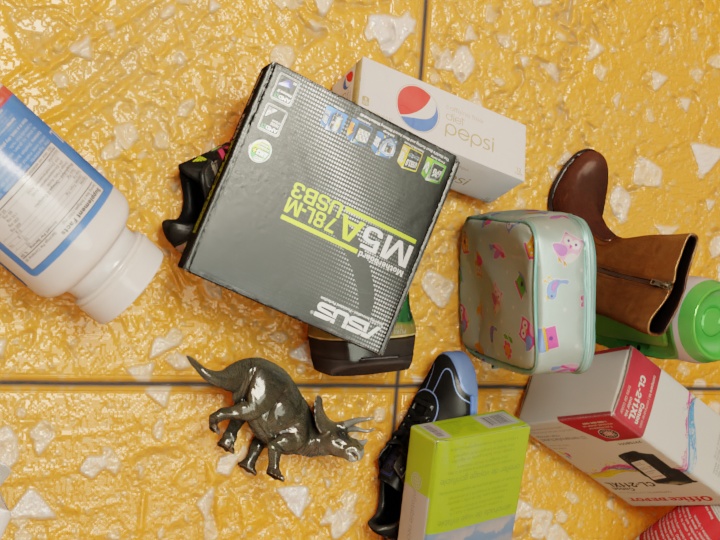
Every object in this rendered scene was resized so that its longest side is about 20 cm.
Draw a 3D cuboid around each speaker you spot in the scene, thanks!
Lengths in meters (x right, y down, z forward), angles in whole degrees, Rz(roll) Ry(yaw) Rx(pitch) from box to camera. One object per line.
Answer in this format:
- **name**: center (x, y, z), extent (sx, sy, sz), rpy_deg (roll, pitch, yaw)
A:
- **speaker**: center (0.304, 0.045, 1.104), extent (0.087, 0.200, 0.090), rpy_deg (-2, 94, -25)

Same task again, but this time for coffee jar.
- **coffee jar**: center (0.000, 0.000, 1.018), extent (0.103, 0.085, 0.203), rpy_deg (-2, 93, -24)

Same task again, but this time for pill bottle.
- **pill bottle**: center (-0.264, -0.050, 0.873), extent (0.200, 0.112, 0.113), rpy_deg (45, 75, -22)
- **pill bottle**: center (0.374, 0.316, 1.166), extent (0.112, 0.113, 0.200), rpy_deg (37, 112, -23)

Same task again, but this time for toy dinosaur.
- **toy dinosaur**: center (-0.090, 0.132, 1.002), extent (0.200, 0.077, 0.103), rpy_deg (42, 64, -17)

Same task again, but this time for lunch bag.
- **lunch bag**: center (0.160, 0.023, 1.038), extent (0.076, 0.200, 0.163), rpy_deg (-5, 95, -14)

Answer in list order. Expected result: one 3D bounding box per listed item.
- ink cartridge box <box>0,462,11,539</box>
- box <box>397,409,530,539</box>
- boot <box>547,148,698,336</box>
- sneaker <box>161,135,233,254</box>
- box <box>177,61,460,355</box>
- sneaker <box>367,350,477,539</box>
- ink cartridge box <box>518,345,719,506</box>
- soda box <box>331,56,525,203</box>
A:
- **ink cartridge box**: center (-0.370, 0.225, 0.831), extent (0.128, 0.125, 0.202), rpy_deg (27, 82, -25)
- **box**: center (0.098, 0.246, 1.043), extent (0.121, 0.048, 0.203), rpy_deg (-4, 108, -34)
- **boot**: center (0.261, -0.037, 1.078), extent (0.068, 0.200, 0.190), rpy_deg (27, 82, -24)
- **sneaker**: center (-0.117, -0.093, 0.961), extent (0.087, 0.074, 0.202), rpy_deg (27, 87, -31)
- **box**: center (-0.034, -0.052, 0.933), extent (0.198, 0.047, 0.195), rpy_deg (25, 83, -18)
- **sneaker**: center (0.062, 0.177, 1.068), extent (0.077, 0.070, 0.203), rpy_deg (11, 90, -33)
- **ink cartridge box**: center (0.292, 0.172, 1.129), extent (0.199, 0.145, 0.083), rpy_deg (35, 61, -23)
- **soda box**: center (0.068, -0.135, 1.044), extent (0.198, 0.064, 0.069), rpy_deg (17, 63, -25)
